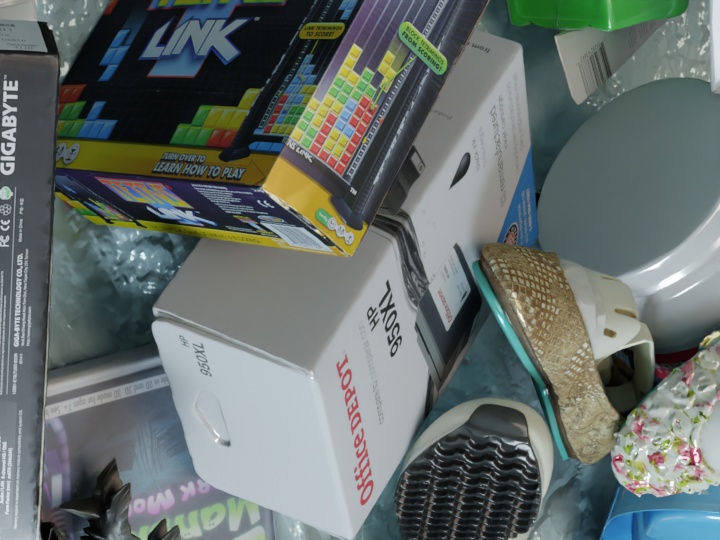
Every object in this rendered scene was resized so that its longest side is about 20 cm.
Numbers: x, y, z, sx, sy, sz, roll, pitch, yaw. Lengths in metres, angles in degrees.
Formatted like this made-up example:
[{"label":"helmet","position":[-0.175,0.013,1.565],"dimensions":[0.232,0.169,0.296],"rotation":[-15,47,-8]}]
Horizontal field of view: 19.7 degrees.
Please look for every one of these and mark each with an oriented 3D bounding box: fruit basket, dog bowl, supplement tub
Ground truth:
[{"label":"fruit basket","position":[0.137,-0.211,1.095],"dimensions":[0.200,0.094,0.185],"rotation":[-48,134,-49]},{"label":"dog bowl","position":[0.188,0.130,1.128],"dimensions":[0.200,0.111,0.050],"rotation":[86,12,-71]},{"label":"supplement tub","position":[0.199,0.004,1.099],"dimensions":[0.200,0.140,0.140],"rotation":[40,72,-36]}]

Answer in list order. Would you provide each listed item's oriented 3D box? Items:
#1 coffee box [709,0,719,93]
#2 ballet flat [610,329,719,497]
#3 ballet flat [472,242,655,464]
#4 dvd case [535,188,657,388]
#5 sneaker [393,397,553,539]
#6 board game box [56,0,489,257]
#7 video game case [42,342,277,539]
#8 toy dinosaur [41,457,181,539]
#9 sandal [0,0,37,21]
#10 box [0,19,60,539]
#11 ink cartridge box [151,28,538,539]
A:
[{"label":"coffee box","position":[0.242,-0.173,1.077],"dimensions":[0.200,0.113,0.080],"rotation":[-71,159,-53]},{"label":"ballet flat","position":[0.213,0.051,1.006],"dimensions":[0.200,0.064,0.076],"rotation":[-35,120,-3]},{"label":"ballet flat","position":[0.105,0.032,1.000],"dimensions":[0.065,0.071,0.200],"rotation":[-22,153,6]},{"label":"dvd case","position":[0.189,-0.014,1.196],"dimensions":[0.200,0.025,0.150],"rotation":[-29,114,-32]},{"label":"sneaker","position":[0.060,0.094,1.031],"dimensions":[0.200,0.070,0.094],"rotation":[93,12,-59]},{"label":"board game box","position":[-0.042,-0.095,0.875],"dimensions":[0.057,0.200,0.165],"rotation":[36,73,-34]},{"label":"video game case","position":[-0.123,0.133,0.958],"dimensions":[0.200,0.023,0.182],"rotation":[-15,106,-38]},{"label":"toy dinosaur","position":[-0.150,0.142,0.883],"dimensions":[0.136,0.102,0.200],"rotation":[-18,135,-22]},{"label":"sandal","position":[-0.182,-0.052,0.863],"dimensions":[0.082,0.050,0.203],"rotation":[7,75,-20]},{"label":"box","position":[-0.213,0.007,0.752],"dimensions":[0.198,0.050,0.200],"rotation":[0,112,-13]},{"label":"ink cartridge box","position":[0.000,0.000,0.950],"dimensions":[0.200,0.084,0.145],"rotation":[-57,155,-29]}]
